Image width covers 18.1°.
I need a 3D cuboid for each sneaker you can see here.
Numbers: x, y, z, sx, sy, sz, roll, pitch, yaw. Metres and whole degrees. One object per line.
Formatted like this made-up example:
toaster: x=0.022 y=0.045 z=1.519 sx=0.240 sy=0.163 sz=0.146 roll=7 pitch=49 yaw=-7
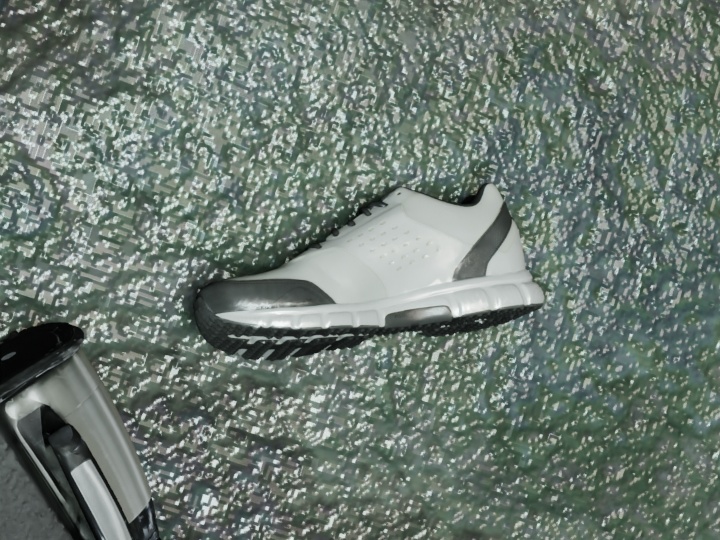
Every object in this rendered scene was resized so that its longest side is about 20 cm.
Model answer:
sneaker: x=0.000 y=0.000 z=1.220 sx=0.199 sy=0.074 sz=0.080 roll=-8 pitch=81 yaw=-27

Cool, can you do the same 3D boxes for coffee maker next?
coffee maker: x=-0.174 y=0.155 z=1.126 sx=0.192 sy=0.135 sz=0.200 roll=-28 pitch=103 yaw=4
